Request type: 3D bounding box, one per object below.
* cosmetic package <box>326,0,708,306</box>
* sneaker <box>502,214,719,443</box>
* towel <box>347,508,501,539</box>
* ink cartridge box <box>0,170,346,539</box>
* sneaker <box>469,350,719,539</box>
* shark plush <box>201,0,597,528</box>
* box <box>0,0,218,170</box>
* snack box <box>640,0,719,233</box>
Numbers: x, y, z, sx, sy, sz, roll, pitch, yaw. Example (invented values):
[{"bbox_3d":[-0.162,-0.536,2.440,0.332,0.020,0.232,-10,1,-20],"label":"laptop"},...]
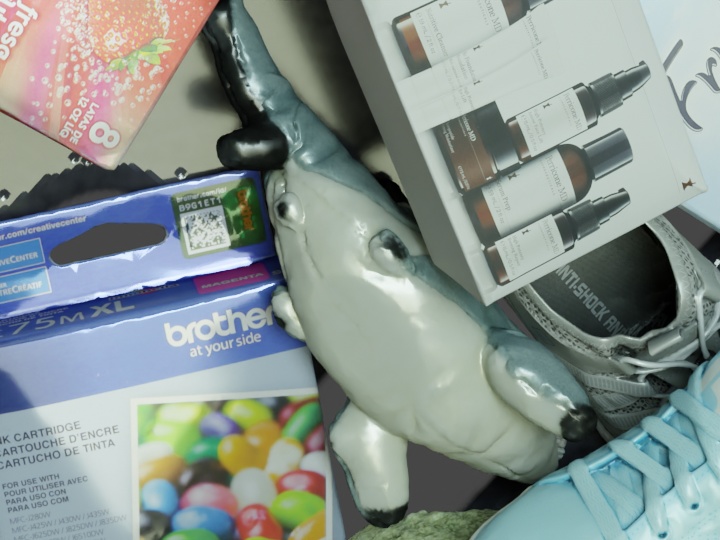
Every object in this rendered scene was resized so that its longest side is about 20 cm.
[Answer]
[{"bbox_3d":[0.031,-0.096,0.750,0.083,0.051,0.200,-28,114,-10],"label":"cosmetic package"},{"bbox_3d":[0.100,0.027,0.868,0.200,0.082,0.075,39,94,-16],"label":"sneaker"},{"bbox_3d":[0.095,0.125,0.824,0.200,0.148,0.036,-1,121,-2],"label":"towel"},{"bbox_3d":[-0.069,0.073,0.874,0.119,0.042,0.200,-12,103,-7],"label":"ink cartridge box"},{"bbox_3d":[0.118,0.051,0.808,0.200,0.074,0.082,-24,129,-12],"label":"sneaker"},{"bbox_3d":[0.000,0.000,0.853,0.200,0.083,0.091,44,121,-9],"label":"shark plush"},{"bbox_3d":[-0.070,-0.145,0.789,0.095,0.103,0.200,30,96,-16],"label":"box"},{"bbox_3d":[0.156,-0.091,0.857,0.200,0.068,0.169,30,97,-13],"label":"snack box"}]
